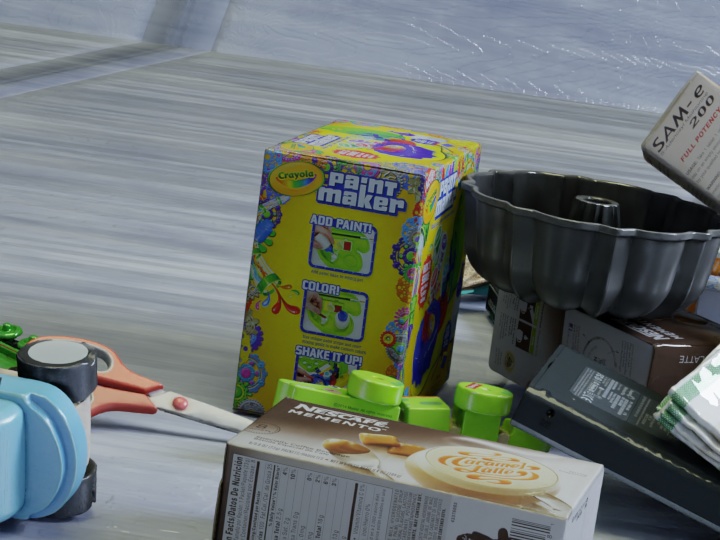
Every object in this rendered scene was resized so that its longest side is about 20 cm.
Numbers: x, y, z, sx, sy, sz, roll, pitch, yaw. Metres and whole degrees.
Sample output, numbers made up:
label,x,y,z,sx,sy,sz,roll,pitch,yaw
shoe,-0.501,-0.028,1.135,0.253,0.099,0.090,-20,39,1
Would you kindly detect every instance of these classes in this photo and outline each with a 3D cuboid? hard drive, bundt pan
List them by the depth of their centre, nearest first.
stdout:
label,x,y,z,sx,sy,sz,roll,pitch,yaw
hard drive,0.205,0.119,1.499,0.200,0.033,0.140,27,15,9
bundt pan,0.168,-0.016,1.665,0.201,0.076,0.202,8,13,-2

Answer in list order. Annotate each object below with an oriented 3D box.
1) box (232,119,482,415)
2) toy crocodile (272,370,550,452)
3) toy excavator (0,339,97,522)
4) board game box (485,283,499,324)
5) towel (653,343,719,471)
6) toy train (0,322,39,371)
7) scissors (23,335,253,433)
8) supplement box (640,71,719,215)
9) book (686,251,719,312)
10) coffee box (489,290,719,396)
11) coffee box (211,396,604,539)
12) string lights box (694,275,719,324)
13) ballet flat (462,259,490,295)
label,x,y,z,sx,sy,sz,roll,pitch,yaw
box,0.000,0.000,1.669,0.122,0.193,0.200,10,13,13
toy crocodile,0.036,0.104,1.514,0.200,0.068,0.062,7,7,-14
toy excavator,-0.264,0.105,1.287,0.194,0.100,0.200,10,21,15
board game box,0.217,0.050,1.965,0.200,0.028,0.135,7,12,-7
towel,0.306,0.108,1.452,0.200,0.031,0.149,37,51,19
toy train,-0.275,0.056,1.608,0.056,0.042,0.200,-17,26,-40
scissors,-0.134,0.083,1.539,0.200,0.014,0.073,6,50,-9
supplement box,0.310,-0.058,1.690,0.200,0.074,0.126,37,4,7
book,0.246,0.014,1.846,0.200,0.134,0.048,17,39,-6
coffee box,0.201,0.067,1.719,0.114,0.080,0.200,1,14,-30
coffee box,0.028,0.141,1.302,0.200,0.080,0.114,11,13,15
string lights box,0.357,0.072,1.773,0.200,0.103,0.059,10,14,10
ballet flat,0.099,-0.006,2.043,0.070,0.065,0.200,-12,-6,43
